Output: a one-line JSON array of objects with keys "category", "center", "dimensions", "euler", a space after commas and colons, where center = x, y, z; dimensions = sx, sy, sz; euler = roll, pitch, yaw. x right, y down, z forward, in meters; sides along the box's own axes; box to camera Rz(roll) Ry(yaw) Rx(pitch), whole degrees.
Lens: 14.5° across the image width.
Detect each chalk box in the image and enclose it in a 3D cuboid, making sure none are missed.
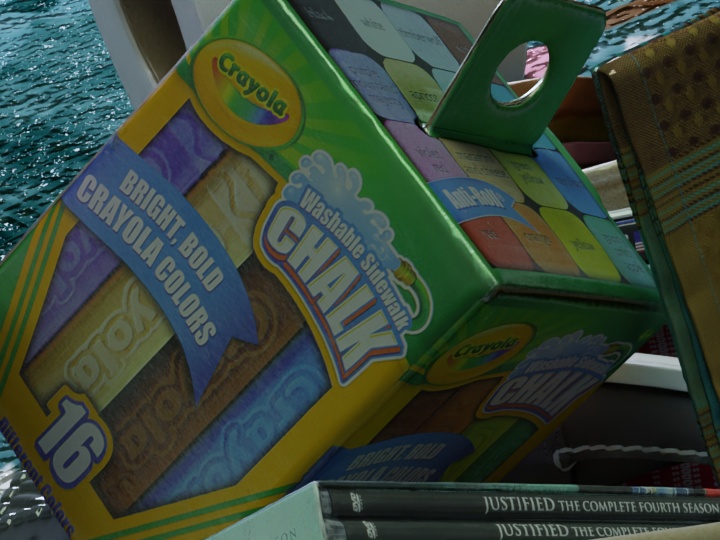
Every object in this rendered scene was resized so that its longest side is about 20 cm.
[{"category": "chalk box", "center": [0.000, 0.000, 0.831], "dimensions": [0.200, 0.124, 0.124], "euler": [-45, -25, 22]}]

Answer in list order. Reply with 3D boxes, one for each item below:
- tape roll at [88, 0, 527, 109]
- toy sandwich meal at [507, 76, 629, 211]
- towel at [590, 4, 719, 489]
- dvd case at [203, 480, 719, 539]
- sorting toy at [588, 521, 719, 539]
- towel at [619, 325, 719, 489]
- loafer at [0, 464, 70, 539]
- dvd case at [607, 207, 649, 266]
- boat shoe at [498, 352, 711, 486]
[{"category": "tape roll", "center": [-0.033, -0.137, 1.210], "dimensions": [0.139, 0.204, 0.203], "euler": [-22, 27, -14]}, {"category": "toy sandwich meal", "center": [0.087, -0.049, 1.051], "dimensions": [0.204, 0.071, 0.205], "euler": [-15, -3, -1]}, {"category": "towel", "center": [0.156, 0.004, 0.849], "dimensions": [0.146, 0.201, 0.022], "euler": [-26, 17, -21]}, {"category": "dvd case", "center": [0.021, 0.090, 0.768], "dimensions": [0.199, 0.022, 0.146], "euler": [7, -26, -41]}, {"category": "sorting toy", "center": [0.051, 0.157, 0.625], "dimensions": [0.184, 0.037, 0.201], "euler": [-6, 56, -14]}, {"category": "towel", "center": [0.074, 0.061, 0.974], "dimensions": [0.199, 0.023, 0.145], "euler": [-12, 27, 6]}, {"category": "loafer", "center": [-0.102, 0.134, 0.875], "dimensions": [0.075, 0.070, 0.200], "euler": [-8, 41, 48]}, {"category": "dvd case", "center": [0.091, -0.001, 0.988], "dimensions": [0.199, 0.025, 0.150], "euler": [-10, -7, 4]}, {"category": "boat shoe", "center": [0.045, 0.055, 0.912], "dimensions": [0.199, 0.060, 0.072], "euler": [2, -6, 25]}]
